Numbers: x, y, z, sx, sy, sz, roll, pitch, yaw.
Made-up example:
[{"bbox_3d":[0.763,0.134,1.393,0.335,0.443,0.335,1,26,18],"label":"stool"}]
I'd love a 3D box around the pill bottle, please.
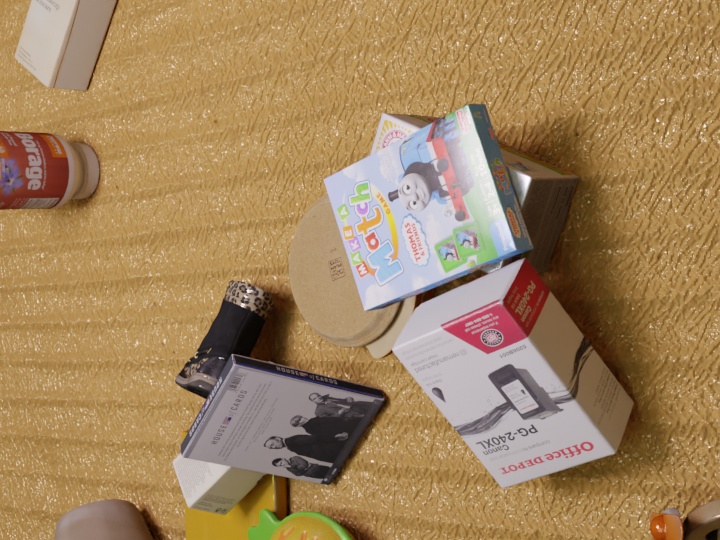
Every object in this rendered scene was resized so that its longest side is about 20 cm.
[{"bbox_3d":[-0.481,-0.144,1.550,0.112,0.200,0.112,4,97,38],"label":"pill bottle"}]

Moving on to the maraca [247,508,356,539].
[{"bbox_3d":[-0.072,0.361,1.321,0.200,0.107,0.137,2,87,43],"label":"maraca"}]

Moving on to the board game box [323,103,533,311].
[{"bbox_3d":[0.063,-0.059,1.094,0.200,0.037,0.151,-24,80,39],"label":"board game box"}]

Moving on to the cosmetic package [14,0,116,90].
[{"bbox_3d":[-0.422,-0.374,1.568,0.104,0.073,0.200,38,117,30],"label":"cosmetic package"}]

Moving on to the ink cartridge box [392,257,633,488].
[{"bbox_3d":[0.154,0.107,1.077,0.145,0.083,0.200,-28,107,38],"label":"ink cartridge box"}]

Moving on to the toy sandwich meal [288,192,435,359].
[{"bbox_3d":[0.000,0.000,1.265,0.205,0.070,0.205,2,94,43],"label":"toy sandwich meal"}]

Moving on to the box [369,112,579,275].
[{"bbox_3d":[0.109,-0.084,1.144,0.200,0.101,0.113,28,111,34],"label":"box"}]

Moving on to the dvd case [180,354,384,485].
[{"bbox_3d":[-0.091,0.180,1.272,0.150,0.200,0.025,-59,30,26],"label":"dvd case"}]

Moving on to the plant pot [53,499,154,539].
[{"bbox_3d":[-0.358,0.428,1.521,0.200,0.200,0.174,-45,50,32],"label":"plant pot"}]

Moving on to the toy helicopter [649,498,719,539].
[{"bbox_3d":[0.309,0.257,1.004,0.200,0.132,0.079,126,149,-47],"label":"toy helicopter"}]

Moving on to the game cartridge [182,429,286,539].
[{"bbox_3d":[-0.168,0.321,1.446,0.176,0.032,0.200,3,98,38],"label":"game cartridge"}]

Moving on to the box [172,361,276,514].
[{"bbox_3d":[-0.143,0.213,1.354,0.200,0.068,0.082,-44,48,18],"label":"box"}]

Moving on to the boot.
[{"bbox_3d":[-0.175,0.094,1.394,0.151,0.073,0.200,-65,8,-10],"label":"boot"}]
